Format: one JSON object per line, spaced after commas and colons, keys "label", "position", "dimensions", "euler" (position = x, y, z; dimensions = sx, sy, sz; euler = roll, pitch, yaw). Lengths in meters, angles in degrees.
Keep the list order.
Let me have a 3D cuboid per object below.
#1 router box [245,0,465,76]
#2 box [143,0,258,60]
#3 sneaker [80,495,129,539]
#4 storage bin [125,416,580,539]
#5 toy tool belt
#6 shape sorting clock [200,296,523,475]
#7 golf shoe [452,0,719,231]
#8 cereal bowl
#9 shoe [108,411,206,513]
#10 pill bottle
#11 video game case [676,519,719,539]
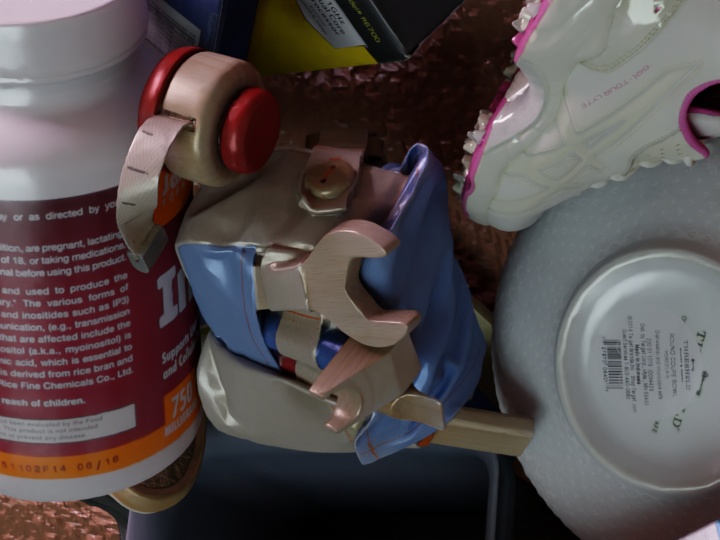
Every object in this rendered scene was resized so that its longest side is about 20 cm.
{"label": "router box", "position": [-0.058, -0.169, 0.823], "dimensions": [0.201, 0.051, 0.149], "euler": [54, 157, -20]}
{"label": "box", "position": [-0.089, -0.137, 0.818], "dimensions": [0.121, 0.032, 0.200], "euler": [41, 158, 8]}
{"label": "sneaker", "position": [-0.095, 0.110, 1.123], "dimensions": [0.090, 0.076, 0.201], "euler": [-4, 134, 19]}
{"label": "storage bin", "position": [0.008, 0.132, 0.999], "dimensions": [0.199, 0.147, 0.134], "euler": [-4, 163, 33]}
{"label": "toy tool belt", "position": [0.000, 0.000, 0.812], "dimensions": [0.122, 0.125, 0.201], "euler": [16, 149, 25]}
{"label": "shape sorting clock", "position": [-0.009, 0.050, 1.035], "dimensions": [0.198, 0.039, 0.201], "euler": [16, 143, 12]}
{"label": "golf shoe", "position": [0.090, -0.057, 0.775], "dimensions": [0.091, 0.076, 0.200], "euler": [27, 156, 2]}
{"label": "cereal bowl", "position": [0.136, 0.035, 0.850], "dimensions": [0.199, 0.083, 0.202], "euler": [4, 99, 28]}
{"label": "shoe", "position": [-0.125, 0.030, 1.009], "dimensions": [0.201, 0.069, 0.054], "euler": [66, 150, 28]}
{"label": "pill bottle", "position": [-0.119, -0.021, 0.830], "dimensions": [0.112, 0.113, 0.201], "euler": [12, 124, 19]}
{"label": "video game case", "position": [0.102, 0.166, 0.868], "dimensions": [0.199, 0.018, 0.143], "euler": [-32, 141, 28]}
